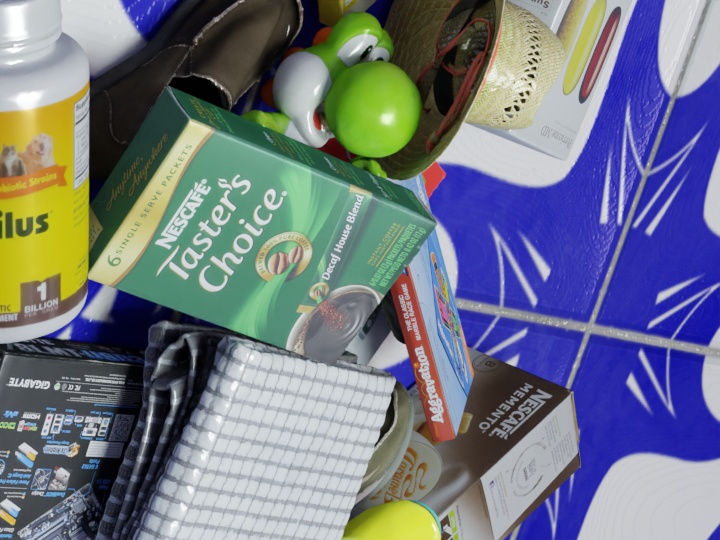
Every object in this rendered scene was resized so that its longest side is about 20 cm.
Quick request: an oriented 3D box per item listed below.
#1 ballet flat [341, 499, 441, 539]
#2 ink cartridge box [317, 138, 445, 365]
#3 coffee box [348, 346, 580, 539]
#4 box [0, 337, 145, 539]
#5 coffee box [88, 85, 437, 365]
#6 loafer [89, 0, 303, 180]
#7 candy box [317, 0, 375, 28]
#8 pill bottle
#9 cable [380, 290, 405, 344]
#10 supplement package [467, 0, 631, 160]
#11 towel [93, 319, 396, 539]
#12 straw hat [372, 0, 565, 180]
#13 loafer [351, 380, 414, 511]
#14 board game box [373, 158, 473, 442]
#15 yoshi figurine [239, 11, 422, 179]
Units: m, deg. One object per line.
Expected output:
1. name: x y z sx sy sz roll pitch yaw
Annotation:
1. ballet flat: -0.023 0.225 1.774 0.067 0.200 0.067 55 39 0
2. ink cartridge box: -0.010 -0.023 1.753 0.200 0.050 0.161 -53 142 -13
3. coffee box: 0.058 0.155 1.878 0.200 0.114 0.080 -39 136 -31
4. box: -0.198 0.143 1.606 0.200 0.050 0.199 8 103 -54
5. coffee box: -0.065 -0.023 1.541 0.200 0.044 0.123 23 111 -37
6. loafer: -0.098 -0.113 1.570 0.200 0.071 0.073 -44 138 -27
7. candy box: 0.006 -0.254 1.624 0.102 0.026 0.200 -48 153 -31
8. pill bottle: -0.206 -0.068 1.427 0.109 0.109 0.200 -24 126 -43
9. cable: 0.000 0.000 1.731 0.200 0.050 0.097 29 53 -71
10. supplement package: 0.114 -0.192 1.748 0.114 0.109 0.200 16 96 -63
11. towel: -0.078 0.121 1.643 0.200 0.086 0.166 13 100 -55
12. straw hat: 0.083 -0.133 1.636 0.085 0.201 0.201 17 97 -20
13. loafer: -0.038 0.139 1.782 0.200 0.075 0.070 -47 144 -24
14. board game box: 0.040 0.005 1.737 0.103 0.019 0.200 -65 143 -64
15. yoshi figurine: -0.036 -0.069 1.594 0.200 0.112 0.112 -52 -179 -3
